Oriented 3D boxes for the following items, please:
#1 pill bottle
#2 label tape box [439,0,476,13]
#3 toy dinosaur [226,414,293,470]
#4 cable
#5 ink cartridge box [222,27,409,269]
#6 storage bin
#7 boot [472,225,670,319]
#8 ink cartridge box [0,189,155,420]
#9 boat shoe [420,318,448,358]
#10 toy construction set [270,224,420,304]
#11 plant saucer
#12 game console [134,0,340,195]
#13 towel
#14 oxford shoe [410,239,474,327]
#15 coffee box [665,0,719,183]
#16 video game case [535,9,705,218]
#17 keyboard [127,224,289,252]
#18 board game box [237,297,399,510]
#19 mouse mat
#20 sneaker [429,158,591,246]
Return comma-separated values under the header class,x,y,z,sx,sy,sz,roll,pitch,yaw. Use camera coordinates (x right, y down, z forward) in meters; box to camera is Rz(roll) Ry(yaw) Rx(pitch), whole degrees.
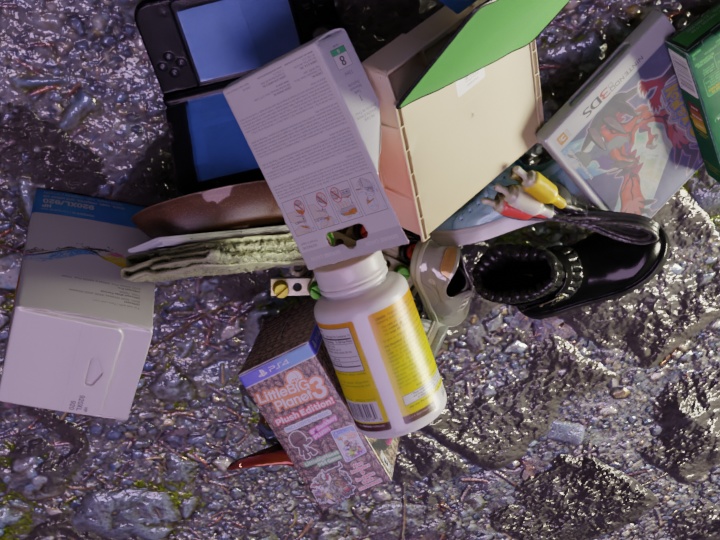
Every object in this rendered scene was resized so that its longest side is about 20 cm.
class,x,y,z,sx,sy,sz,roll,pitch,yaw
pill bottle,0.017,0.076,1.335,0.109,0.109,0.201,-17,106,8
label tape box,0.048,-0.303,1.078,0.144,0.200,0.063,30,118,-28
toy dinosaur,-0.052,0.247,1.594,0.181,0.200,0.105,30,146,9
cable,0.224,-0.055,1.312,0.199,0.050,0.097,25,147,-16
ink cartridge box,-0.033,-0.110,1.146,0.161,0.050,0.201,-14,107,51
storage bin,0.080,-0.168,1.204,0.200,0.094,0.199,-39,136,-26
boot,0.247,-0.007,1.403,0.211,0.080,0.158,-28,156,18
ink cartridge box,-0.308,0.037,1.335,0.144,0.200,0.148,10,129,-15
boat shoe,0.056,0.094,1.480,0.065,0.075,0.202,27,166,0
toy construction set,0.000,0.000,1.413,0.199,0.092,0.132,21,103,-32
plant saucer,-0.143,-0.058,1.296,0.199,0.200,0.037,-13,87,4
game console,-0.111,-0.192,1.214,0.199,0.119,0.173,-13,132,4
towel,-0.141,-0.013,1.288,0.148,0.037,0.200,-7,-179,39
oxford shoe,0.108,0.021,1.420,0.058,0.076,0.200,9,162,19
coffee box,0.407,-0.196,1.298,0.123,0.044,0.200,-37,129,-4
video game case,0.304,-0.151,1.310,0.182,0.023,0.200,-47,130,3
keyboard,-0.151,-0.035,1.285,0.056,0.011,0.200,-9,180,44
board game box,-0.043,0.153,1.455,0.097,0.160,0.200,-26,106,16
mouse mat,0.129,-0.216,1.072,0.200,0.008,0.161,-32,172,-34
sneaker,0.163,-0.089,1.384,0.199,0.074,0.082,-18,101,15
